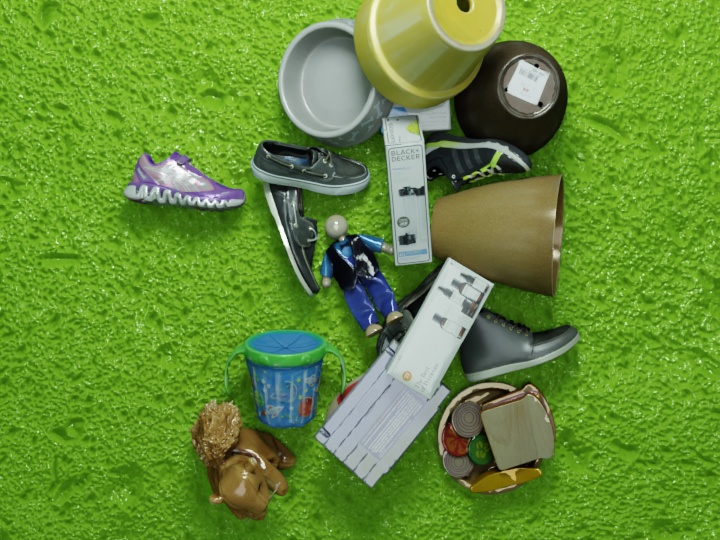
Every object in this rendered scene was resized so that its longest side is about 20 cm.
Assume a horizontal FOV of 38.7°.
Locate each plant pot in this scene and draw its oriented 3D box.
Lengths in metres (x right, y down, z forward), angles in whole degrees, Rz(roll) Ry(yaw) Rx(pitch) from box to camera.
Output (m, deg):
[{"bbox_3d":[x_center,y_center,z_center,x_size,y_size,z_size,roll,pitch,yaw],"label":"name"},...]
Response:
[{"bbox_3d":[0.113,-0.357,1.489,0.197,0.188,0.205,3,83,-22],"label":"plant pot"},{"bbox_3d":[0.214,-0.060,1.609,0.196,0.186,0.191,4,94,14],"label":"plant pot"},{"bbox_3d":[0.243,-0.273,1.573,0.183,0.200,0.191,0,93,1],"label":"plant pot"}]

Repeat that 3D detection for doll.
[{"bbox_3d":[0.000,0.000,1.656,0.135,0.048,0.202,-30,79,7],"label":"doll"}]

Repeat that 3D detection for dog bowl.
[{"bbox_3d":[-0.042,-0.297,1.609,0.196,0.058,0.205,2,95,25],"label":"dog bowl"}]

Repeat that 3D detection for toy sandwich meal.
[{"bbox_3d":[0.223,0.276,1.670,0.201,0.070,0.210,0,93,0],"label":"toy sandwich meal"}]

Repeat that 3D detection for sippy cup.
[{"bbox_3d":[-0.120,0.177,1.645,0.175,0.139,0.133,9,106,31],"label":"sippy cup"}]

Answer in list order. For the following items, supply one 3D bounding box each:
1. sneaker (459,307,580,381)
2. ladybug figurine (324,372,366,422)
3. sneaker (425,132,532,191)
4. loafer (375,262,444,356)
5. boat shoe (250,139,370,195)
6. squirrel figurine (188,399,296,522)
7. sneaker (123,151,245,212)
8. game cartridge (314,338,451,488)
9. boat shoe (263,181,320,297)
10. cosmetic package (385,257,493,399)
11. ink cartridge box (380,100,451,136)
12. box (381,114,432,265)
[{"bbox_3d":[0.251,0.101,1.657,0.196,0.075,0.108,-18,95,3],"label":"sneaker"},{"bbox_3d":[0.033,0.234,1.669,0.198,0.072,0.137,-30,92,2],"label":"ladybug figurine"},{"bbox_3d":[0.178,-0.159,1.615,0.197,0.071,0.084,13,79,37],"label":"sneaker"},{"bbox_3d":[0.094,0.068,1.663,0.072,0.063,0.201,39,93,-2],"label":"loafer"},{"bbox_3d":[-0.074,-0.166,1.624,0.196,0.057,0.070,4,49,-17],"label":"boat shoe"},{"bbox_3d":[-0.204,0.307,1.617,0.141,0.187,0.201,-38,92,3],"label":"squirrel figurine"},{"bbox_3d":[-0.281,-0.144,1.650,0.196,0.080,0.090,8,86,1],"label":"sneaker"},{"bbox_3d":[0.036,0.227,1.616,0.129,0.038,0.201,40,91,-4],"label":"game cartridge"},{"bbox_3d":[-0.097,-0.058,1.652,0.066,0.072,0.204,-18,88,-1],"label":"boat shoe"},{"bbox_3d":[0.121,0.088,1.572,0.082,0.051,0.202,29,92,2],"label":"cosmetic package"},{"bbox_3d":[0.083,-0.322,1.637,0.113,0.068,0.205,-3,93,0],"label":"ink cartridge box"},{"bbox_3d":[0.072,-0.125,1.590,0.059,0.117,0.204,-6,117,1],"label":"box"}]
